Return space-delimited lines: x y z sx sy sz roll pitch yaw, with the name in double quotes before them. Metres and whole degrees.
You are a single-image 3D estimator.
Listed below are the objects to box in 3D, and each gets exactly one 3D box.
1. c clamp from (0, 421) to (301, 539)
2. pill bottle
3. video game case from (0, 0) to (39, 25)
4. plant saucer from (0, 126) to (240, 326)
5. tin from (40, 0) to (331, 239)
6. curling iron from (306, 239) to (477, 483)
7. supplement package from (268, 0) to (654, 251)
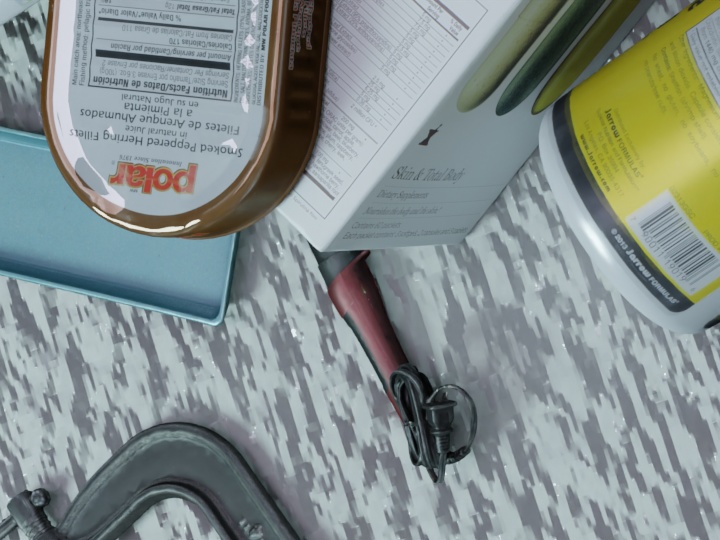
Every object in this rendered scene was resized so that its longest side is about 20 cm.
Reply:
"c clamp" -0.091 0.164 1.251 0.171 0.027 0.200 -47 70 13
"pill bottle" 0.177 -0.070 1.065 0.200 0.112 0.112 -35 76 22
"video game case" -0.160 -0.161 1.205 0.182 0.200 0.023 -29 120 24
"plant saucer" -0.141 -0.027 1.275 0.199 0.019 0.070 12 96 25
"tin" -0.068 -0.112 1.055 0.111 0.042 0.201 8 96 28
"curling iron" 0.000 0.000 1.198 0.201 0.025 0.050 64 151 16
"supplement package" 0.023 -0.132 1.117 0.151 0.152 0.200 44 108 16
